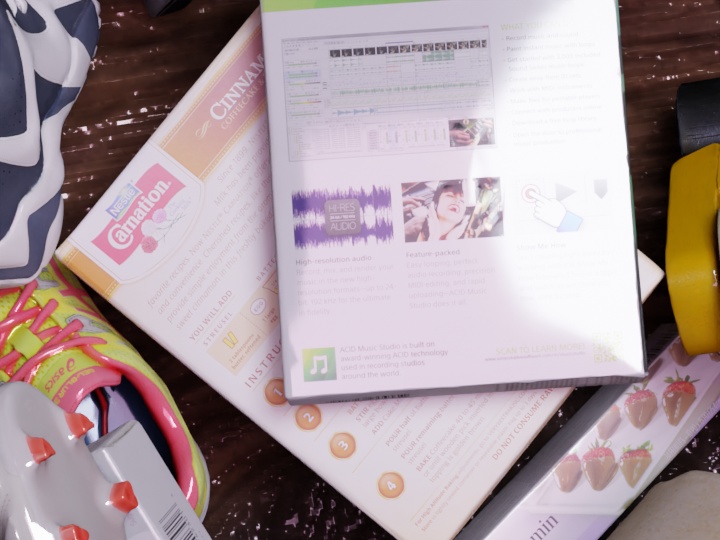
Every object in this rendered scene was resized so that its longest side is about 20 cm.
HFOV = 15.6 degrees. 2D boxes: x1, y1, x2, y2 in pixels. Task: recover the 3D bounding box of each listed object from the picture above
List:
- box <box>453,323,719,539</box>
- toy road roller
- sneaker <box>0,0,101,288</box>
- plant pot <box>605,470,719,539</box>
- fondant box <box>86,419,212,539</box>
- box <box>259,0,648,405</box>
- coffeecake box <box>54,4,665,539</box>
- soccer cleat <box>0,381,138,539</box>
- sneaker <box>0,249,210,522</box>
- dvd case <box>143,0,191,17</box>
[{"bbox_3d":[0.087,0.105,1.166,0.200,0.041,0.039,-45,98,-12],"label":"box"},{"bbox_3d":[0.207,0.001,1.127,0.123,0.200,0.146,-10,118,15],"label":"toy road roller"},{"bbox_3d":[-0.159,-0.105,1.044,0.079,0.130,0.199,3,65,9],"label":"sneaker"},{"bbox_3d":[0.134,0.194,1.111,0.200,0.200,0.184,41,67,-9],"label":"plant pot"},{"bbox_3d":[-0.139,0.173,1.047,0.200,0.058,0.144,-31,94,13],"label":"fondant box"},{"bbox_3d":[0.035,-0.050,1.046,0.144,0.036,0.200,-3,85,0],"label":"box"},{"bbox_3d":[0.000,0.000,1.094,0.200,0.073,0.154,39,87,4],"label":"coffeecake box"},{"bbox_3d":[-0.111,0.141,0.976,0.077,0.069,0.200,-19,96,21],"label":"soccer cleat"},{"bbox_3d":[-0.130,0.036,1.091,0.200,0.090,0.078,44,80,-7],"label":"sneaker"},{"bbox_3d":[-0.092,-0.185,1.053,0.025,0.200,0.151,-24,93,-12],"label":"dvd case"}]
